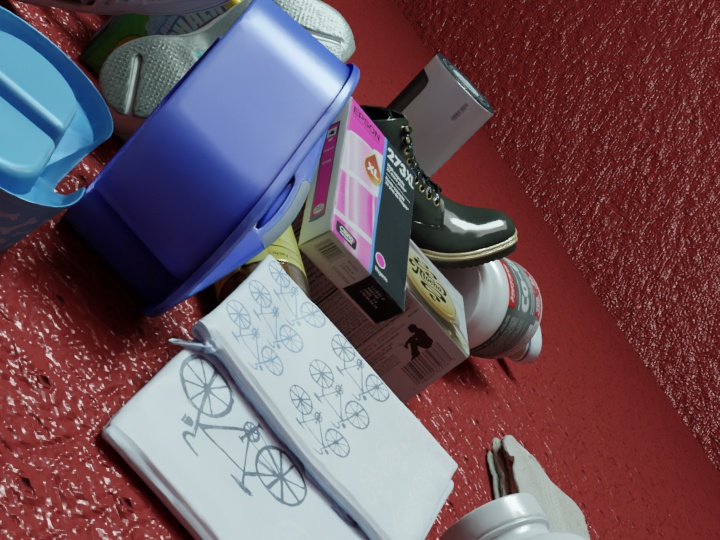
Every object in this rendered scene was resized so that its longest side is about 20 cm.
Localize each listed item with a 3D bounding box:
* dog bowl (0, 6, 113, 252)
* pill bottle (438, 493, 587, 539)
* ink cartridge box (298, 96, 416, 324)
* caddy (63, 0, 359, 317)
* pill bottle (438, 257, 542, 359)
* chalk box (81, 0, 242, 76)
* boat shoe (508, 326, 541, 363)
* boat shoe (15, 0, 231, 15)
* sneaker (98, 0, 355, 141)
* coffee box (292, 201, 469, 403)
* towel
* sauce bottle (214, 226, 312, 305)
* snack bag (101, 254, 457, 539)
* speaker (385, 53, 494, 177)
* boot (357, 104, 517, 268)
[{"bbox_3d":[-0.195,-0.077,0.558,0.111,0.050,0.200,41,18,-20],"label":"dog bowl"},{"bbox_3d":[0.122,0.242,0.652,0.112,0.112,0.201,31,26,-53],"label":"pill bottle"},{"bbox_3d":[0.002,-0.063,0.833,0.095,0.037,0.201,46,32,-33],"label":"ink cartridge box"},{"bbox_3d":[-0.079,-0.063,0.634,0.105,0.141,0.201,42,61,-15],"label":"caddy"},{"bbox_3d":[0.112,0.030,1.117,0.114,0.114,0.200,57,15,20],"label":"pill bottle"},{"bbox_3d":[-0.135,-0.187,0.865,0.200,0.124,0.125,46,15,-21],"label":"chalk box"},{"bbox_3d":[0.159,0.040,1.364,0.062,0.072,0.201,5,39,-36],"label":"boat shoe"},{"bbox_3d":[-0.175,-0.203,0.733,0.066,0.198,0.074,-80,169,-58],"label":"boat shoe"},{"bbox_3d":[-0.099,-0.147,0.779,0.071,0.199,0.080,67,-22,7],"label":"sneaker"},{"bbox_3d":[0.000,0.000,0.915,0.200,0.080,0.113,48,18,-16],"label":"coffee box"},{"bbox_3d":[0.171,0.237,0.966,0.133,0.034,0.200,47,16,-17],"label":"towel"},{"bbox_3d":[-0.067,0.013,0.721,0.066,0.066,0.201,37,27,-44],"label":"sauce bottle"},{"bbox_3d":[-0.033,0.101,0.591,0.189,0.021,0.200,50,32,-4],"label":"snack bag"},{"bbox_3d":[0.034,-0.111,1.047,0.081,0.200,0.081,41,18,-16],"label":"speaker"},{"bbox_3d":[0.056,-0.081,0.974,0.198,0.140,0.078,1,29,-14],"label":"boot"}]
